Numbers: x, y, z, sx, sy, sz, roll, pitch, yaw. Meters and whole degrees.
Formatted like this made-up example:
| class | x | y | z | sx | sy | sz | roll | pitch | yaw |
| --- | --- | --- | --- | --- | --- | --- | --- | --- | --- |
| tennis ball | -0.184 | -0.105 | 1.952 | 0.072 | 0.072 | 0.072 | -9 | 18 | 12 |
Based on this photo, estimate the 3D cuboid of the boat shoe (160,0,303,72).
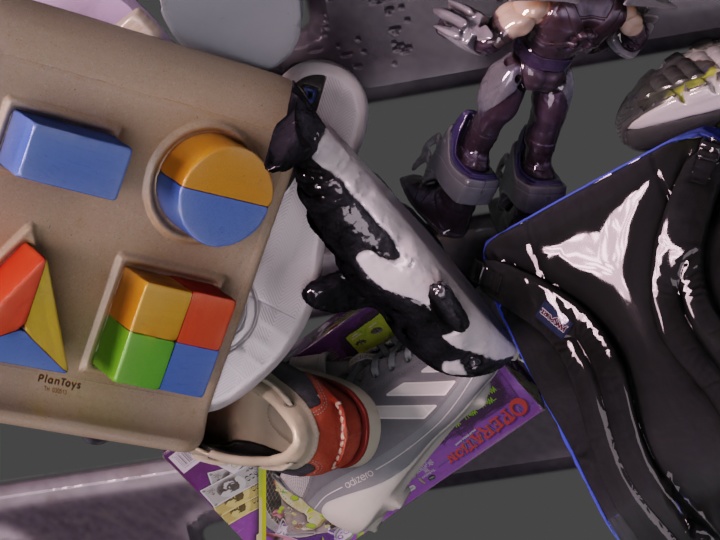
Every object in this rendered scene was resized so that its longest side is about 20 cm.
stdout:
| class | x | y | z | sx | sy | sz | roll | pitch | yaw |
| --- | --- | --- | --- | --- | --- | --- | --- | --- | --- |
| boat shoe | -0.077 | -0.191 | 0.990 | 0.071 | 0.091 | 0.200 | -11 | 139 | 11 |

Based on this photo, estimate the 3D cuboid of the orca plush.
| class | x | y | z | sx | sy | sz | roll | pitch | yaw |
| --- | --- | --- | --- | --- | --- | --- | --- | --- | --- |
| orca plush | 0.000 | 0.000 | 1.037 | 0.071 | 0.105 | 0.200 | -37 | 138 | 8 |

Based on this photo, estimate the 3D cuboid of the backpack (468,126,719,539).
| class | x | y | z | sx | sy | sz | roll | pitch | yaw |
| --- | --- | --- | --- | --- | --- | --- | --- | --- | --- |
| backpack | 0.189 | 0.043 | 1.054 | 0.162 | 0.168 | 0.200 | -31 | 75 | 34 |

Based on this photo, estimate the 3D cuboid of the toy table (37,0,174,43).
| class | x | y | z | sx | sy | sz | roll | pitch | yaw |
| --- | --- | --- | --- | --- | --- | --- | --- | --- | --- |
| toy table | -0.167 | -0.086 | 1.100 | 0.200 | 0.117 | 0.184 | 35 | 110 | -10 |

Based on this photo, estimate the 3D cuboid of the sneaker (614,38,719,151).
| class | x | y | z | sx | sy | sz | roll | pitch | yaw |
| --- | --- | --- | --- | --- | --- | --- | --- | --- | --- |
| sneaker | 0.239 | -0.088 | 1.097 | 0.200 | 0.074 | 0.085 | -15 | 112 | 10 |

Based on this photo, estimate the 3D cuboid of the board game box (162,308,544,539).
| class | x | y | z | sx | sy | sz | roll | pitch | yaw |
| --- | --- | --- | --- | --- | --- | --- | --- | --- | --- |
| board game box | -0.005 | 0.092 | 1.213 | 0.200 | 0.032 | 0.120 | -36 | 104 | 17 |

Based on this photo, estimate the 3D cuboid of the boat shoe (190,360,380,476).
| class | x | y | z | sx | sy | sz | roll | pitch | yaw |
| --- | --- | --- | --- | --- | --- | --- | --- | --- | --- |
| boat shoe | -0.079 | 0.076 | 1.139 | 0.200 | 0.063 | 0.071 | 11 | 101 | 44 |

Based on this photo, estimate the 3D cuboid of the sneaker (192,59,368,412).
| class | x | y | z | sx | sy | sz | roll | pitch | yaw |
| --- | --- | --- | --- | --- | --- | --- | --- | --- | --- |
| sneaker | -0.052 | -0.018 | 1.117 | 0.073 | 0.112 | 0.200 | 26 | 91 | -5 |

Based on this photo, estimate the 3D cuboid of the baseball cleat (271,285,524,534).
| class | x | y | z | sx | sy | sz | roll | pitch | yaw |
| --- | --- | --- | --- | --- | --- | --- | --- | --- | --- |
| baseball cleat | 0.019 | 0.060 | 1.147 | 0.106 | 0.070 | 0.200 | 33 | 108 | -4 |

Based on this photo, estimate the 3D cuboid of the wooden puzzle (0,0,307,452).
| class | x | y | z | sx | sy | sz | roll | pitch | yaw |
| --- | --- | --- | --- | --- | --- | --- | --- | --- | --- |
| wooden puzzle | -0.121 | -0.015 | 0.989 | 0.185 | 0.046 | 0.200 | 14 | 96 | -35 |

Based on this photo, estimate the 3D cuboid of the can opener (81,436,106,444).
| class | x | y | z | sx | sy | sz | roll | pitch | yaw |
| --- | --- | --- | --- | --- | --- | --- | --- | --- | --- |
| can opener | -0.163 | -0.002 | 1.042 | 0.079 | 0.063 | 0.200 | -22 | 121 | -16 |

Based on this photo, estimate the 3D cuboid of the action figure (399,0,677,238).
| class | x | y | z | sx | sy | sz | roll | pitch | yaw |
| --- | --- | --- | --- | --- | --- | --- | --- | --- | --- |
| action figure | 0.091 | -0.106 | 1.087 | 0.130 | 0.069 | 0.200 | 5 | 127 | -24 |
